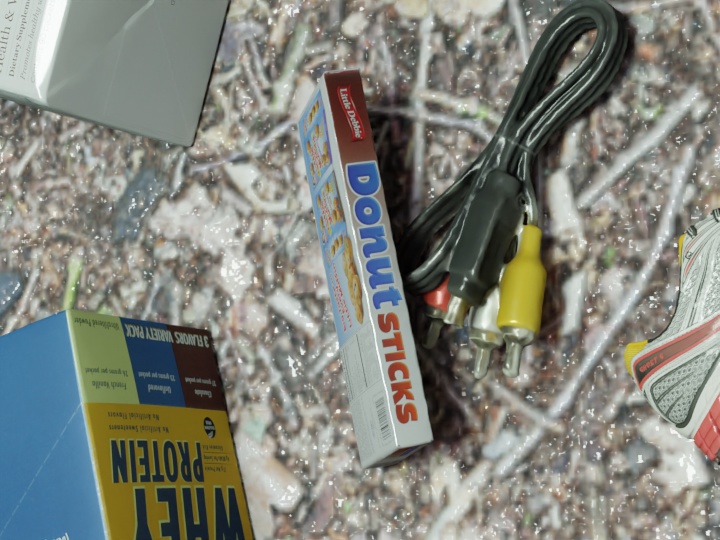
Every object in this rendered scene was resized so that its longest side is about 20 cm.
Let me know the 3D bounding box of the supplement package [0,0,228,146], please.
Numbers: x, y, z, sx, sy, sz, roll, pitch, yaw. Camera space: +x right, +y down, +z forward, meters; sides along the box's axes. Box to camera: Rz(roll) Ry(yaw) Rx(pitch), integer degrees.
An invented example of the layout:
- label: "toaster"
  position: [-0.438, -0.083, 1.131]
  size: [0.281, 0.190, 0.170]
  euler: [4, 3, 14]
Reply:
- label: "supplement package"
  position: [-0.191, -0.196, 0.917]
  size: [0.198, 0.147, 0.194]
  euler: [16, 92, 29]

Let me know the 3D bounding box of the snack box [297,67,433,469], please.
- label: "snack box"
  position: [0.000, 0.000, 0.831]
  size: [0.024, 0.072, 0.203]
  euler: [-7, 77, -15]

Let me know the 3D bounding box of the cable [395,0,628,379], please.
- label: "cable"
  position: [0.080, -0.046, 0.820]
  size: [0.097, 0.050, 0.202]
  euler: [16, 80, 47]

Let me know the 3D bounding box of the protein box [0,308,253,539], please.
- label: "protein box"
  position: [-0.178, 0.153, 0.873]
  size: [0.197, 0.134, 0.203]
  euler: [-21, 74, 25]

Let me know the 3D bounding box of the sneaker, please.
- label: "sneaker"
  position: [0.189, -0.014, 0.720]
  size: [0.082, 0.078, 0.201]
  euler: [35, 101, 29]
